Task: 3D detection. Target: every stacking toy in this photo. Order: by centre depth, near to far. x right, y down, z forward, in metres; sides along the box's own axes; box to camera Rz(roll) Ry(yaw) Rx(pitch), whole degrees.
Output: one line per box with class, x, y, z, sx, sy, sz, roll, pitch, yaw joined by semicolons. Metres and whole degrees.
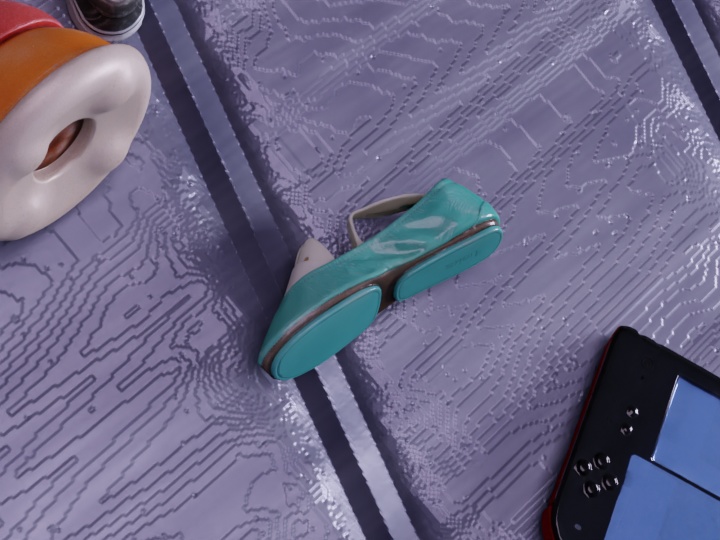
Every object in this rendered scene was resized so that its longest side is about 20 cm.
stacking toy;-0.239;-0.129;1.007;0.200;0.146;0.146;42;66;11

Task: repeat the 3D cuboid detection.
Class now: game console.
game console;0.230;0.155;1.138;0.200;0.031;0.177;29;69;-11

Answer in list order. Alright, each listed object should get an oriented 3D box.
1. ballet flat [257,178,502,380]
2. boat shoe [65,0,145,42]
ballet flat;0.000;0.000;1.087;0.200;0.067;0.070;-31;63;-24
boat shoe;-0.179;-0.249;1.076;0.072;0.071;0.200;-20;83;-23
